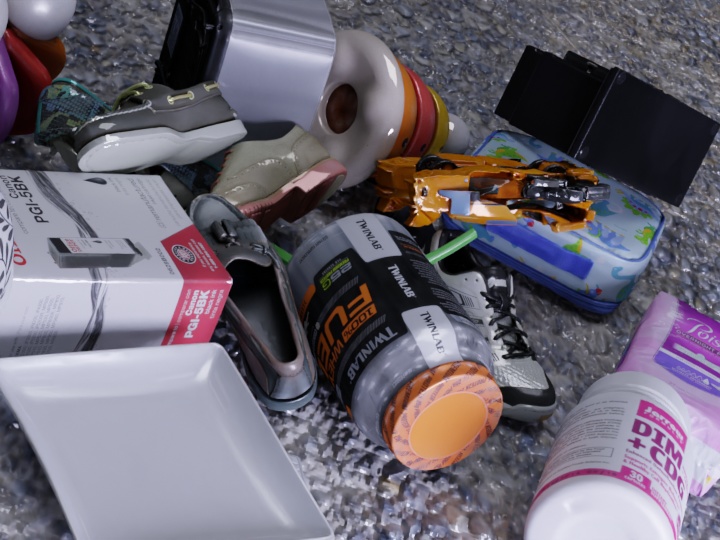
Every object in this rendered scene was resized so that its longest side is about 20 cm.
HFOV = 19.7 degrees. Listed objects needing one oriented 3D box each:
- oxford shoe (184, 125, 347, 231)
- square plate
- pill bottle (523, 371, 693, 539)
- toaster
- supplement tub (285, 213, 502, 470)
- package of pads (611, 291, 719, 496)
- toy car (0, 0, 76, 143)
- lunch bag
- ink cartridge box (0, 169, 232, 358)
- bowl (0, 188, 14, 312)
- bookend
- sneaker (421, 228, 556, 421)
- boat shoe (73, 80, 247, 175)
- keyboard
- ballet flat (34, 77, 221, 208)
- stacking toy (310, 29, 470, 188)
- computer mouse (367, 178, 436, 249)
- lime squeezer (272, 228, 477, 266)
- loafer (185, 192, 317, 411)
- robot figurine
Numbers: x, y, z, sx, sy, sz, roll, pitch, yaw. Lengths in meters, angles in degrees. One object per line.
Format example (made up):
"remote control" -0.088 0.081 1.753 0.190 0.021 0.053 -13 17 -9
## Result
"oxford shoe" -0.104 -0.064 1.763 0.200 0.071 0.074 -27 72 -41
"square plate" -0.143 0.133 1.459 0.197 0.029 0.200 -3 44 -36
"pill bottle" 0.197 0.164 1.599 0.113 0.114 0.200 26 28 3
"toaster" -0.111 -0.193 1.872 0.118 0.201 0.181 8 32 -20
"supplement tub" 0.027 0.057 1.638 0.122 0.123 0.200 4 34 -33
"package of pads" 0.278 0.106 1.799 0.120 0.076 0.200 31 29 6
"toy car" -0.329 -0.175 1.747 0.200 0.175 0.151 -25 92 -55
"lunch bag" 0.183 -0.048 1.975 0.199 0.083 0.161 28 28 6
"ink cartridge box" -0.222 -0.004 1.589 0.199 0.083 0.147 0 37 -38
"bowl" -0.306 -0.003 1.452 0.094 0.201 0.201 30 16 -49
"bookend" 0.203 -0.159 1.965 0.200 0.092 0.198 32 9 39
"sneaker" 0.104 0.043 1.759 0.075 0.088 0.200 -2 40 -43
"boat shoe" -0.171 -0.120 1.694 0.201 0.072 0.061 -14 76 -58
"keyboard" -0.134 0.131 1.508 0.199 0.011 0.056 15 30 -18
"ballet flat" -0.196 -0.088 1.765 0.199 0.074 0.074 29 24 -27
"stacking toy" 0.038 -0.140 1.951 0.199 0.146 0.146 8 31 -47
"computer mouse" 0.037 -0.072 1.955 0.058 0.034 0.200 12 30 -20
"lime squeezer" 0.000 0.000 1.767 0.199 0.038 0.071 -2 41 11
"loafer" -0.084 0.013 1.629 0.072 0.063 0.201 -21 63 -14
"robot figurine" 0.120 -0.070 1.841 0.199 0.059 0.145 2 12 -20
